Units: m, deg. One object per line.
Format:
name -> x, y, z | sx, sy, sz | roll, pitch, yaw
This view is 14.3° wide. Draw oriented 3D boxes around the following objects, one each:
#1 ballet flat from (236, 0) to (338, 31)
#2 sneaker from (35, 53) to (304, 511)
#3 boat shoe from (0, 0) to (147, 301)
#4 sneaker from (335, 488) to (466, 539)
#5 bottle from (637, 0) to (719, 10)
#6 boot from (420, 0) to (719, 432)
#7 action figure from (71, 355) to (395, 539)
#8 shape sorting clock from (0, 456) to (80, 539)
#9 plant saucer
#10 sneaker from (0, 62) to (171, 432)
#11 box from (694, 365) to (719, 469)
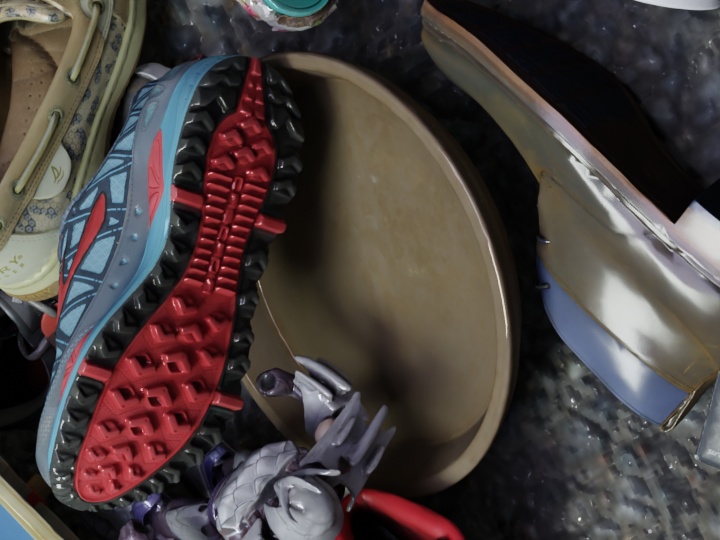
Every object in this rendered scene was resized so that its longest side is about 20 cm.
ballet flat -> -0.062, -0.192, 1.246 | 0.201, 0.075, 0.064 | 69, 156, 6
sneaker -> -0.089, 0.006, 1.218 | 0.095, 0.079, 0.201 | 10, 76, 56
boat shoe -> -0.144, -0.090, 1.274 | 0.073, 0.063, 0.201 | -11, 65, 32
sneaker -> 0.043, 0.178, 1.212 | 0.078, 0.116, 0.200 | -40, 75, -9
bottle -> 0.133, -0.203, 1.104 | 0.083, 0.065, 0.201 | 19, 111, 31
boot -> 0.084, -0.024, 1.173 | 0.200, 0.075, 0.097 | 40, 117, 17
action figure -> -0.057, 0.098, 1.230 | 0.070, 0.130, 0.200 | 54, 159, -11
shape sorting clock -> -0.158, 0.112, 1.317 | 0.200, 0.200, 0.039 | 38, 79, 21
plant saucer -> 0.000, 0.000, 1.233 | 0.200, 0.029, 0.201 | 26, 127, 40
sneaker -> -0.127, 0.000, 1.312 | 0.077, 0.082, 0.201 | 35, 118, 22
box -> 0.216, -0.012, 1.059 | 0.106, 0.122, 0.201 | 23, 113, 27
